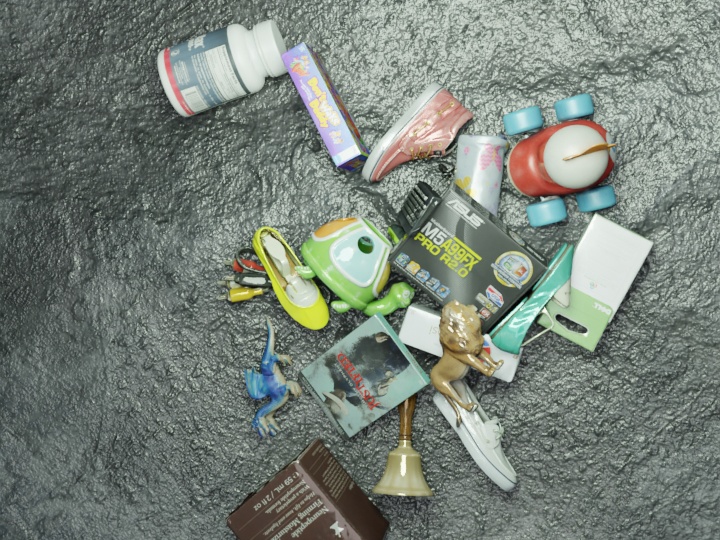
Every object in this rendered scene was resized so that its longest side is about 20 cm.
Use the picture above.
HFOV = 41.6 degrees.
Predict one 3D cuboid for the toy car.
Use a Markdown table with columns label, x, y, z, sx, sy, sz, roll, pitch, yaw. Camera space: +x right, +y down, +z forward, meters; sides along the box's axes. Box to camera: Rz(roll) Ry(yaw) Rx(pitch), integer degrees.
| label | x | y | z | sx | sy | sz | roll | pitch | yaw |
| --- | --- | --- | --- | --- | --- | --- | --- | --- | --- |
| toy car | 0.335 | -0.175 | 1.446 | 0.176 | 0.200 | 0.185 | -15 | 94 | -13 |

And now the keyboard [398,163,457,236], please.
| label | x | y | z | sx | sy | sz | roll | pitch | yaw |
| --- | --- | --- | --- | --- | --- | --- | --- | --- | --- |
| keyboard | 0.103 | -0.121 | 1.505 | 0.021 | 0.200 | 0.127 | 36 | 98 | -10 |

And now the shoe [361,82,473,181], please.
| label | x | y | z | sx | sy | sz | roll | pitch | yaw |
| --- | --- | --- | --- | --- | --- | --- | --- | --- | --- |
| shoe | 0.095 | -0.208 | 1.565 | 0.091 | 0.071 | 0.200 | 41 | 93 | 11 |

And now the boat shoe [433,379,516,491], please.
| label | x | y | z | sx | sy | sz | roll | pitch | yaw |
| --- | --- | --- | --- | --- | --- | --- | --- | --- | --- |
| boat shoe | 0.203 | 0.269 | 1.566 | 0.067 | 0.074 | 0.200 | -40 | 85 | 11 |

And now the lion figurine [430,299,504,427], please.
| label | x | y | z | sx | sy | sz | roll | pitch | yaw |
| --- | --- | --- | --- | --- | --- | --- | --- | --- | --- |
| lion figurine | 0.151 | 0.149 | 1.502 | 0.122 | 0.072 | 0.200 | 36 | 123 | 17 |

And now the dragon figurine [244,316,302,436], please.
| label | x | y | z | sx | sy | sz | roll | pitch | yaw |
| --- | --- | --- | --- | --- | --- | --- | --- | --- | --- |
| dragon figurine | -0.165 | 0.187 | 1.631 | 0.099 | 0.059 | 0.200 | -20 | 90 | 9 |

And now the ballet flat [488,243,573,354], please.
| label | x | y | z | sx | sy | sz | roll | pitch | yaw |
| --- | --- | --- | --- | --- | --- | --- | --- | --- | --- |
| ballet flat | 0.288 | 0.052 | 1.496 | 0.070 | 0.067 | 0.200 | 39 | 97 | 7 |

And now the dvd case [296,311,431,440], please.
| label | x | y | z | sx | sy | sz | roll | pitch | yaw |
| --- | --- | --- | --- | --- | --- | --- | --- | --- | --- |
| dvd case | 0.003 | 0.180 | 1.589 | 0.200 | 0.022 | 0.146 | -38 | 86 | 31 |

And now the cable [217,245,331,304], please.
| label | x | y | z | sx | sy | sz | roll | pitch | yaw |
| --- | --- | --- | --- | --- | --- | --- | --- | --- | --- |
| cable | -0.147 | 0.015 | 1.642 | 0.199 | 0.050 | 0.097 | 8 | 76 | -3 |

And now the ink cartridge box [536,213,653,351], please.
| label | x | y | z | sx | sy | sz | roll | pitch | yaw |
| --- | --- | --- | --- | --- | --- | --- | --- | --- | --- |
| ink cartridge box | 0.377 | 0.018 | 1.536 | 0.104 | 0.059 | 0.200 | 28 | 97 | 8 |

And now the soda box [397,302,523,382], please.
| label | x | y | z | sx | sy | sz | roll | pitch | yaw |
| --- | --- | --- | --- | --- | --- | --- | --- | --- | --- |
| soda box | 0.166 | 0.118 | 1.569 | 0.200 | 0.068 | 0.064 | 19 | 96 | 8 |

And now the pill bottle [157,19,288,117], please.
| label | x | y | z | sx | sy | sz | roll | pitch | yaw |
| --- | --- | --- | --- | --- | --- | --- | --- | --- | --- |
| pill bottle | -0.225 | -0.344 | 1.589 | 0.199 | 0.120 | 0.120 | -18 | 89 | 9 |

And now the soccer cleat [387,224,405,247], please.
| label | x | y | z | sx | sy | sz | roll | pitch | yaw |
| --- | --- | --- | --- | --- | --- | --- | --- | --- | --- |
| soccer cleat | 0.128 | -0.011 | 1.579 | 0.081 | 0.068 | 0.200 | -43 | 88 | -6 |

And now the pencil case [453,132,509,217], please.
| label | x | y | z | sx | sy | sz | roll | pitch | yaw |
| --- | --- | --- | --- | --- | --- | --- | --- | --- | --- |
| pencil case | 0.191 | -0.124 | 1.548 | 0.083 | 0.091 | 0.201 | 9 | 92 | 39 |

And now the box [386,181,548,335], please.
| label | x | y | z | sx | sy | sz | roll | pitch | yaw |
| --- | --- | --- | --- | --- | --- | --- | --- | --- | --- |
| box | 0.167 | -0.016 | 1.490 | 0.200 | 0.044 | 0.160 | 39 | 114 | -8 |

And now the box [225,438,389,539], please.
| label | x | y | z | sx | sy | sz | roll | pitch | yaw |
| --- | --- | --- | --- | --- | --- | --- | --- | --- | --- |
| box | -0.083 | 0.418 | 1.573 | 0.166 | 0.164 | 0.200 | -42 | 86 | 8 |

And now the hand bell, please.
| label | x | y | z | sx | sy | sz | roll | pitch | yaw |
| --- | --- | --- | --- | --- | --- | --- | --- | --- | --- |
| hand bell | 0.075 | 0.274 | 1.596 | 0.104 | 0.104 | 0.201 | 1 | 79 | 9 |

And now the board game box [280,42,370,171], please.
| label | x | y | z | sx | sy | sz | roll | pitch | yaw |
| --- | --- | --- | --- | --- | --- | --- | --- | --- | --- |
| board game box | -0.052 | -0.264 | 1.556 | 0.045 | 0.134 | 0.200 | -27 | 88 | 10 |

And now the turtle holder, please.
| label | x | y | z | sx | sy | sz | roll | pitch | yaw |
| --- | --- | --- | --- | --- | --- | --- | --- | --- | --- |
| turtle holder | -0.006 | -0.004 | 1.553 | 0.132 | 0.141 | 0.186 | -45 | 72 | 8 |

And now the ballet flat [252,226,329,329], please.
| label | x | y | z | sx | sy | sz | roll | pitch | yaw |
| --- | --- | --- | --- | --- | --- | --- | --- | --- | --- |
| ballet flat | -0.119 | 0.009 | 1.585 | 0.067 | 0.067 | 0.200 | -30 | 77 | -16 |
